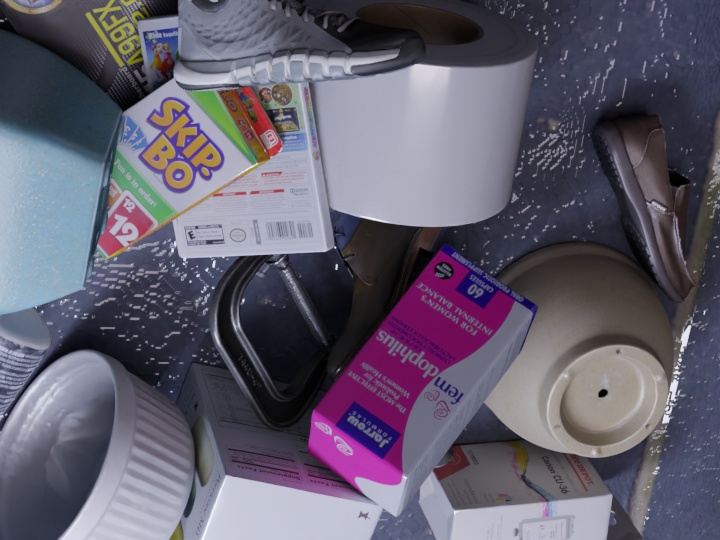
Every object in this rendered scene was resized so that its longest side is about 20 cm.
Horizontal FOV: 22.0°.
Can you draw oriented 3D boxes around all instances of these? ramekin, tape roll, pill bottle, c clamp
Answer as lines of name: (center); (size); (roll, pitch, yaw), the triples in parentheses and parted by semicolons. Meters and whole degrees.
ramekin: (-0.235, 0.181, 1.631); (0.105, 0.200, 0.200); (30, 106, -35)
tape roll: (0.038, -0.140, 1.536); (0.202, 0.203, 0.140); (2, 116, -15)
pill bottle: (-0.364, 0.108, 1.608); (0.106, 0.106, 0.200); (31, 105, -25)
c clamp: (-0.063, 0.047, 1.638); (0.171, 0.027, 0.200); (-58, 137, -26)

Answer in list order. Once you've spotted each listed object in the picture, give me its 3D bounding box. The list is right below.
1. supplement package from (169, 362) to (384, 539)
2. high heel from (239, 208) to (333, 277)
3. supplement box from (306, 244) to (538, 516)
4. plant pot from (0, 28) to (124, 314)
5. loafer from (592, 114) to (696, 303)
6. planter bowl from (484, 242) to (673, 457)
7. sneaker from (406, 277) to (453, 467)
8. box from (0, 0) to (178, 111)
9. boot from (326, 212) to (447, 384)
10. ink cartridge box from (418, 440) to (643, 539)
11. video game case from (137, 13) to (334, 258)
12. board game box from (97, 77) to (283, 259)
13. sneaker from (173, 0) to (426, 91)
supplement package: (-0.093, 0.208, 1.673); (0.150, 0.200, 0.152); (14, 111, -21)
high heel: (-0.103, -0.093, 1.595); (0.143, 0.071, 0.200); (-46, 129, 12)
supplement box: (0.052, 0.094, 1.587); (0.101, 0.103, 0.200); (34, 67, 11)
plant pot: (-0.296, -0.075, 1.454); (0.199, 0.197, 0.197); (12, 116, -5)
loafer: (0.280, -0.058, 1.711); (0.071, 0.073, 0.201); (-25, 120, -2)
planter bowl: (0.209, 0.092, 1.733); (0.199, 0.135, 0.201); (-6, 117, -11)
sneaker: (0.073, 0.096, 1.726); (0.079, 0.075, 0.201); (-10, 118, 2)
box: (-0.202, -0.221, 1.522); (0.160, 0.044, 0.200); (-31, 119, 1)
boot: (0.000, 0.000, 1.640); (0.097, 0.075, 0.200); (31, 76, 2)
ink cartridge box: (0.167, 0.220, 1.795); (0.199, 0.117, 0.068); (-3, 116, -14)
video game case: (-0.101, -0.111, 1.495); (0.143, 0.018, 0.201); (-2, 105, 28)
board game box: (-0.159, -0.094, 1.506); (0.200, 0.030, 0.096); (-29, 91, 28)
sneaker: (-0.052, -0.199, 1.397); (0.199, 0.075, 0.116); (-3, 94, 15)
